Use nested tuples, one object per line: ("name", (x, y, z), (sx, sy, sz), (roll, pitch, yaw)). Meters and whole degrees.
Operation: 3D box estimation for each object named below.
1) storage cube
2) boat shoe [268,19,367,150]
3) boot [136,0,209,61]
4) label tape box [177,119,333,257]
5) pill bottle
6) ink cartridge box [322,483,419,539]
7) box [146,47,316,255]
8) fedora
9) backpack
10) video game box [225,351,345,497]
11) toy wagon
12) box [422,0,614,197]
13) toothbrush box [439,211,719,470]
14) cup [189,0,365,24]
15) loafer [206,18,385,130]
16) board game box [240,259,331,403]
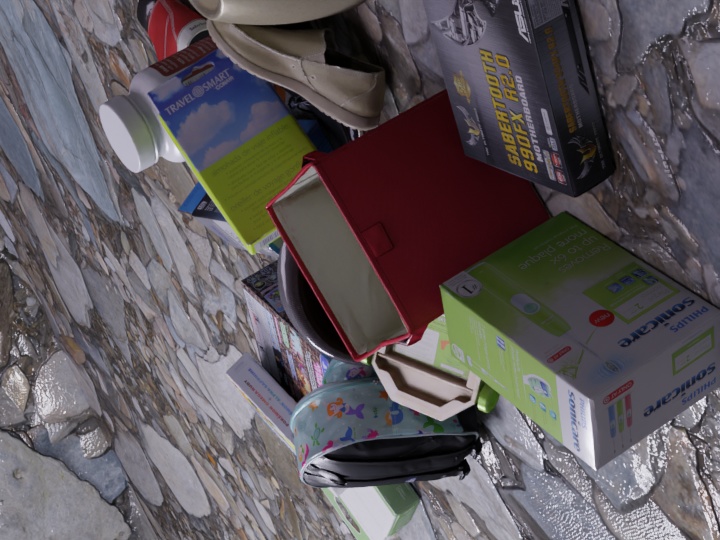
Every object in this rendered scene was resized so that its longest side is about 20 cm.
("storage cube", (0.046, -0.046, 1.494), (0.201, 0.179, 0.171), (60, 159, 2))
("boat shoe", (-0.051, -0.195, 1.682), (0.074, 0.062, 0.201), (9, 127, 61))
("boot", (-0.228, -0.254, 1.996), (0.144, 0.072, 0.201), (44, 146, 36))
("label tape box", (-0.109, -0.098, 1.813), (0.063, 0.145, 0.200), (41, 167, -25))
("pill bottle", (-0.185, -0.191, 1.794), (0.112, 0.199, 0.113), (47, 156, 30))
("ink cartridge box", (0.008, 0.302, 2.209), (0.146, 0.048, 0.200), (53, 158, 18))
("box", (-0.122, -0.132, 1.696), (0.201, 0.122, 0.048), (55, 172, 12))
("fedora", (0.000, 0.000, 1.735), (0.090, 0.176, 0.201), (-94, -15, -67))
("backpack", (0.019, 0.172, 1.813), (0.178, 0.199, 0.152), (110, 147, -65))
("video game box", (-0.086, 0.202, 2.074), (0.182, 0.047, 0.200), (42, 172, 15))
("toy wagon", (0.083, 0.053, 1.655), (0.154, 0.040, 0.201), (20, 111, 24))
("box", (0.125, -0.173, 1.331), (0.158, 0.048, 0.201), (28, 142, 53))
("toothbrush box", (0.185, 0.054, 1.356), (0.200, 0.145, 0.087), (39, 151, 44))
("cup", (-0.102, -0.314, 1.528), (0.200, 0.143, 0.201), (48, 156, 29))
("loafer", (-0.058, -0.215, 1.599), (0.199, 0.069, 0.076), (29, -159, -3))
("board game box", (-0.045, 0.096, 1.993), (0.200, 0.097, 0.160), (40, 152, 41))
